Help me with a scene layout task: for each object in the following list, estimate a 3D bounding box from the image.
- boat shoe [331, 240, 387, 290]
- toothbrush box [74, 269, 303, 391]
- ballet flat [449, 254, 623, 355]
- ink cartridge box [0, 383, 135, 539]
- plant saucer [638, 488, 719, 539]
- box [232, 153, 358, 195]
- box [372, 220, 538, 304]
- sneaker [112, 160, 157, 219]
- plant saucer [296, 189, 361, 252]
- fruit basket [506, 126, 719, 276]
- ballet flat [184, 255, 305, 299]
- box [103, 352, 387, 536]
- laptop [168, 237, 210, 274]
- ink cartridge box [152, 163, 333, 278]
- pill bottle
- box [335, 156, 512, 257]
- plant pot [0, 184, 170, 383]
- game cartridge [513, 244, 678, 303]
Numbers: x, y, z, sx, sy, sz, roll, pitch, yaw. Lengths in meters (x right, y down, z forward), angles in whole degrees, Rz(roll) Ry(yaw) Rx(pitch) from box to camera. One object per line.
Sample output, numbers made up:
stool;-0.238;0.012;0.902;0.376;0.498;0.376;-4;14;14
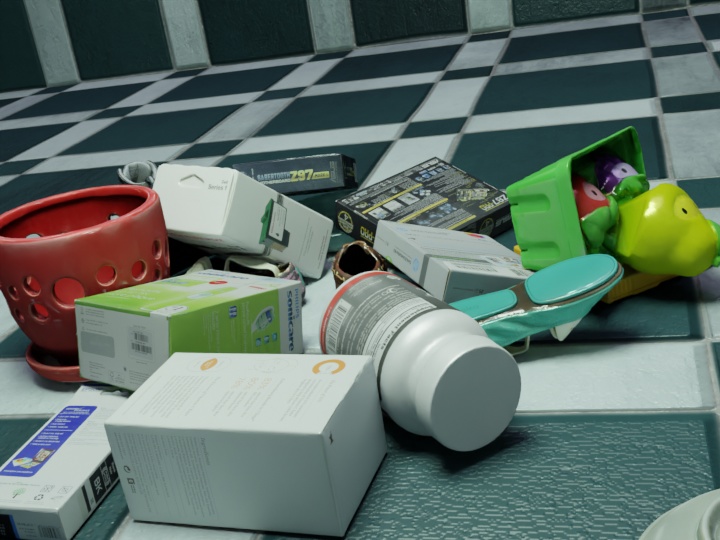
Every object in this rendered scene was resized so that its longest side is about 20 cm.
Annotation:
boat shoe;0.000;0.000;1.141;0.069;0.071;0.200;-11;21;-2
toothbrush box;-0.176;0.060;0.991;0.144;0.087;0.199;6;12;36
ballet flat;0.171;0.044;0.945;0.198;0.071;0.068;-19;32;8
ink cartridge box;-0.265;0.172;0.873;0.098;0.040;0.200;-2;25;18
plant saucer;0.271;0.186;0.595;0.197;0.051;0.201;-8;23;3
box;-0.090;-0.137;1.378;0.155;0.052;0.200;-6;3;7
box;0.121;-0.006;1.070;0.154;0.042;0.200;6;16;-24
sneaker;-0.369;-0.125;1.541;0.075;0.115;0.199;-23;25;-31
plant saucer;-0.037;-0.069;1.369;0.197;0.036;0.200;-8;21;3
fruit basket;0.288;-0.066;1.015;0.213;0.158;0.216;-14;11;3
ballet flat;-0.166;0.016;1.167;0.197;0.072;0.069;-6;25;11
box;-0.092;0.141;0.795;0.197;0.099;0.125;-1;23;21
laptop;-0.287;-0.046;1.324;0.198;0.105;0.176;19;34;38
ink cartridge box;-0.153;-0.060;1.195;0.145;0.086;0.199;7;-11;37
pill bottle;0.051;0.080;0.859;0.115;0.117;0.200;-19;24;-23
box;0.089;-0.079;1.270;0.199;0.050;0.160;-27;42;-36
plant pot;-0.311;0.014;1.083;0.197;0.185;0.201;-9;22;4
game cartridge;0.312;-0.024;1.123;0.198;0.033;0.176;-20;24;-18
